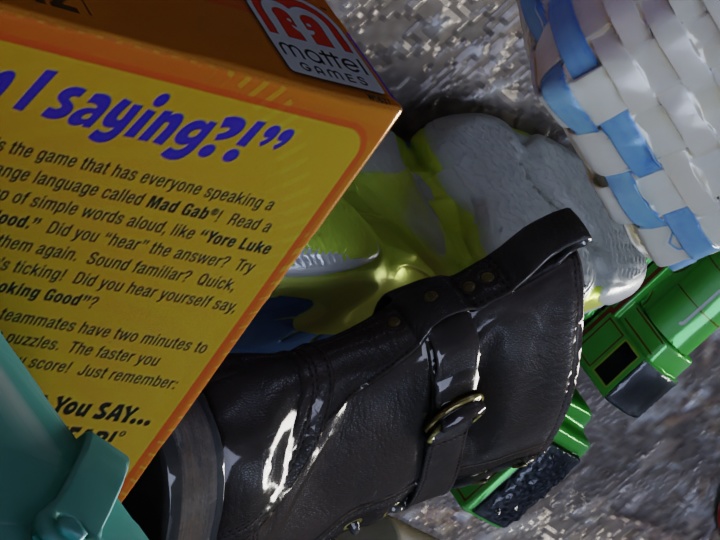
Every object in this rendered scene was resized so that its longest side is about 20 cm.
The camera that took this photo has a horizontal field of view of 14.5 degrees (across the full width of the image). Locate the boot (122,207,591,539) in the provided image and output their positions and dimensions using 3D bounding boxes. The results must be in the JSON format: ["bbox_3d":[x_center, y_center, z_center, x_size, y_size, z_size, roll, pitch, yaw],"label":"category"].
[{"bbox_3d":[-0.009,0.075,0.908,0.174,0.069,0.200,-18,146,-31],"label":"boot"}]

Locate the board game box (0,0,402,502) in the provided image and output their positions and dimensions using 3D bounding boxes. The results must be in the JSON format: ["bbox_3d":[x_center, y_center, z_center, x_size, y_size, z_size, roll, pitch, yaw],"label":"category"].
[{"bbox_3d":[-0.156,-0.043,0.669,0.200,0.200,0.200,12,124,-44],"label":"board game box"}]

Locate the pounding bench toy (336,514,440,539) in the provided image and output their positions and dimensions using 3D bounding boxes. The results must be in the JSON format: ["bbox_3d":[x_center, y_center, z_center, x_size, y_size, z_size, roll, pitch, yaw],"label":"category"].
[{"bbox_3d":[-0.070,0.163,1.024,0.200,0.156,0.124,-63,145,-14],"label":"pounding bench toy"}]

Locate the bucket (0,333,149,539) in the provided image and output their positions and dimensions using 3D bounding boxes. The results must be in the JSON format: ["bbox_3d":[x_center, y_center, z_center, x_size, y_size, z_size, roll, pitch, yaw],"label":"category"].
[{"bbox_3d":[-0.125,0.096,0.566,0.207,0.135,0.207,-20,141,-17],"label":"bucket"}]

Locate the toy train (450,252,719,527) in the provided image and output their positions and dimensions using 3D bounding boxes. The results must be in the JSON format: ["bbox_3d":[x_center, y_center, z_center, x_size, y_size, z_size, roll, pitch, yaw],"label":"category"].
[{"bbox_3d":[0.102,0.018,1.054,0.200,0.056,0.042,-43,142,13],"label":"toy train"}]

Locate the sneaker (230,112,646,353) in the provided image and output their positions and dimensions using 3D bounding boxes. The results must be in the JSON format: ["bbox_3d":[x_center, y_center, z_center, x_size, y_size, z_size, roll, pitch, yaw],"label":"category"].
[{"bbox_3d":[0.000,0.000,0.959,0.200,0.076,0.105,6,144,-39],"label":"sneaker"}]

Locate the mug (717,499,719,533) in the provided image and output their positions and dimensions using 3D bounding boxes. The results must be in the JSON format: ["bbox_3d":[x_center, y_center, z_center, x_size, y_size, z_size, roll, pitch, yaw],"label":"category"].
[{"bbox_3d":[0.270,0.154,1.211,0.133,0.200,0.177,-41,143,8],"label":"mug"}]

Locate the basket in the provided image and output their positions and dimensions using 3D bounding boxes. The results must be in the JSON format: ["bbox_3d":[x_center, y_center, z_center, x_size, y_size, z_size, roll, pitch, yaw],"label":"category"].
[{"bbox_3d":[0.145,-0.106,0.852,0.200,0.177,0.139,-31,126,20],"label":"basket"}]
